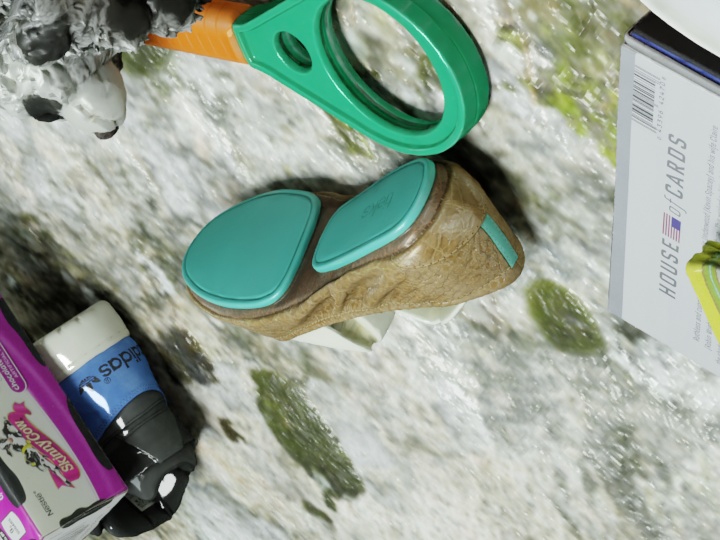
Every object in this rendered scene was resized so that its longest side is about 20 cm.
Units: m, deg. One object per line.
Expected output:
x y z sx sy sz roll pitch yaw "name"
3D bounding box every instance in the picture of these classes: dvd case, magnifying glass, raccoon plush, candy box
0.172 0.010 0.931 0.199 0.025 0.151 32 149 25 "dvd case"
-0.028 -0.091 1.078 0.199 0.022 0.080 13 137 43 "magnifying glass"
-0.128 -0.151 1.084 0.134 0.096 0.202 -11 90 59 "raccoon plush"
-0.211 0.108 1.382 0.137 0.061 0.200 55 141 10 "candy box"

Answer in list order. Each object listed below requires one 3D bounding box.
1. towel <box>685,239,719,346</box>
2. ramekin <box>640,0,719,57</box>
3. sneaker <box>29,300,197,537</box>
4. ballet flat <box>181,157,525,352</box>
0.200 0.038 0.891 0.199 0.018 0.086 13 143 43 "towel"
0.140 -0.114 0.663 0.201 0.095 0.203 16 157 7 "ramekin"
-0.150 0.096 1.419 0.112 0.077 0.200 56 145 0 "sneaker"
0.000 0.000 1.124 0.072 0.068 0.200 36 153 -24 "ballet flat"
